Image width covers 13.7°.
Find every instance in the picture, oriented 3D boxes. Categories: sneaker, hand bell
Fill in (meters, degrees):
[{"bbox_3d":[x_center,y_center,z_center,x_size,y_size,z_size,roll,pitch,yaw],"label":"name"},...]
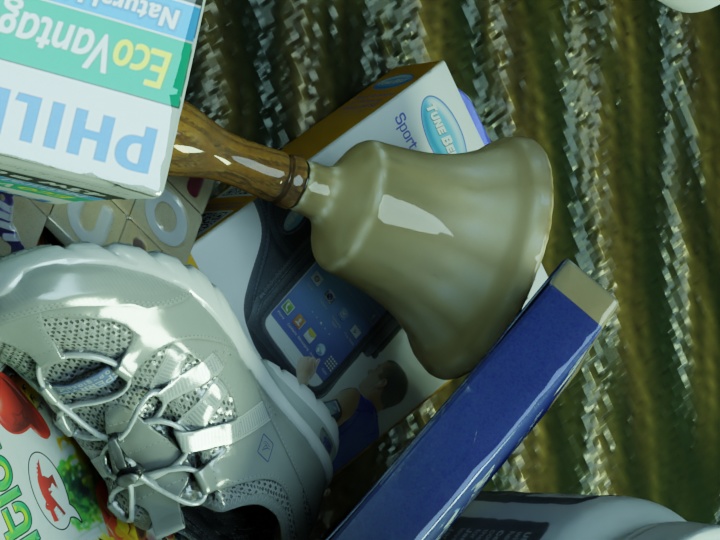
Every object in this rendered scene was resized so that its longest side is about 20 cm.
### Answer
[{"bbox_3d":[-0.072,0.056,1.115,0.200,0.075,0.082,37,45,-42],"label":"sneaker"},{"bbox_3d":[-0.035,-0.037,1.181,0.199,0.104,0.105,20,76,-22],"label":"hand bell"}]

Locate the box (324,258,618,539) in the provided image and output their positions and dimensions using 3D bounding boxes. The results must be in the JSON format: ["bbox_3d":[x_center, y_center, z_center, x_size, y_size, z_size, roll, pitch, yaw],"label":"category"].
[{"bbox_3d":[0.020,0.090,1.158,0.032,0.121,0.200,41,78,7],"label":"box"}]

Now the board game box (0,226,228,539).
[{"bbox_3d":[-0.117,0.073,1.144,0.126,0.035,0.201,-32,102,-54],"label":"board game box"}]

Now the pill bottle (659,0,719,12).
[{"bbox_3d":[0.088,-0.189,1.296,0.200,0.111,0.111,26,73,-33],"label":"pill bottle"}]

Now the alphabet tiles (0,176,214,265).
[{"bbox_3d":[-0.130,-0.074,1.149,0.200,0.008,0.168,46,37,-26],"label":"alphabet tiles"}]

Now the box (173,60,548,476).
[{"bbox_3d":[0.000,0.000,1.268,0.200,0.041,0.119,-37,110,-30],"label":"box"}]

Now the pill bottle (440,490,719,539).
[{"bbox_3d":[0.078,0.147,1.220,0.113,0.200,0.114,2,87,-36],"label":"pill bottle"}]

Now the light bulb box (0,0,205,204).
[{"bbox_3d":[-0.152,-0.140,1.000,0.197,0.125,0.201,13,85,-23],"label":"light bulb box"}]
